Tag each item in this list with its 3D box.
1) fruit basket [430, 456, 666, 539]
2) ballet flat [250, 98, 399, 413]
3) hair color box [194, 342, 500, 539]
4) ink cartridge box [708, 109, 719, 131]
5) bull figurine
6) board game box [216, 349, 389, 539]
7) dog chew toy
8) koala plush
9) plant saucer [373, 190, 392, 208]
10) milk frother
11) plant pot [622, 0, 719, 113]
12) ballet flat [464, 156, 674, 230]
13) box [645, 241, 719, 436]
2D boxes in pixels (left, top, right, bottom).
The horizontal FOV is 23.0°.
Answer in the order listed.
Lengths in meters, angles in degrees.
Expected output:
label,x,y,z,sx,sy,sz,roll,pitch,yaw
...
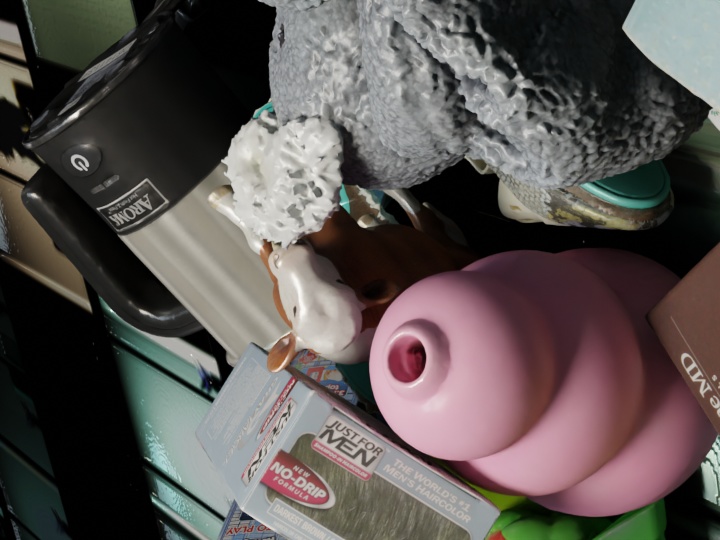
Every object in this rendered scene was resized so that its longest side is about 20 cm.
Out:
label,x,y,z,sx,sy,sz,roll,pitch,yaw
fruit basket,0.067,0.124,0.931,0.216,0.155,0.216,52,160,27
ballet flat,0.000,-0.012,0.977,0.200,0.072,0.072,67,155,22
hair color box,-0.013,0.093,0.828,0.099,0.061,0.200,33,177,-11
ink cartridge box,0.122,-0.157,0.726,0.200,0.039,0.100,54,151,22
bull figurine,0.000,0.000,0.841,0.065,0.200,0.122,-44,61,20
board game box,-0.021,0.176,1.080,0.062,0.200,0.201,-6,109,21
dog chew toy,0.078,0.045,0.781,0.124,0.200,0.125,-6,79,37
koala plush,0.027,-0.092,0.717,0.184,0.177,0.200,47,144,-6
plant saucer,0.008,-0.082,0.945,0.200,0.019,0.070,112,133,-81
milk frother,-0.090,-0.073,1.098,0.188,0.200,0.180,49,150,-18
plant pot,0.220,-0.110,0.429,0.196,0.195,0.200,46,136,37
ballet flat,0.079,-0.064,0.842,0.200,0.072,0.072,52,151,40
box,0.198,0.005,0.673,0.100,0.075,0.200,59,154,16
